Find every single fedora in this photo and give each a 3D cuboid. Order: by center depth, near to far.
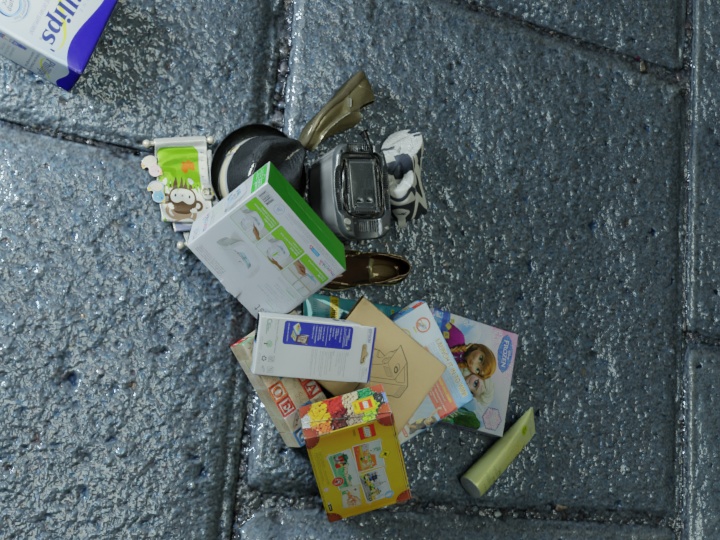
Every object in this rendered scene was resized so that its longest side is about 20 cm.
[{"bbox_3d":[-0.155,-0.167,1.718,0.199,0.091,0.203,8,75,-34],"label":"fedora"}]

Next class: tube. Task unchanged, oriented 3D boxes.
[{"bbox_3d":[-0.011,0.084,1.805,0.198,0.050,0.078,6,71,-21],"label":"tube"},{"bbox_3d":[0.270,0.345,1.913,0.200,0.058,0.052,-40,88,-29],"label":"tube"}]

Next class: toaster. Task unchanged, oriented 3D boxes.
[{"bbox_3d":[-0.023,-0.139,1.779,0.113,0.129,0.203,-3,85,-30],"label":"toaster"}]

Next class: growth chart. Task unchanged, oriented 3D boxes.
[{"bbox_3d":[-0.284,-0.133,1.699,0.144,0.018,0.202,-17,90,-29],"label":"growth chart"}]

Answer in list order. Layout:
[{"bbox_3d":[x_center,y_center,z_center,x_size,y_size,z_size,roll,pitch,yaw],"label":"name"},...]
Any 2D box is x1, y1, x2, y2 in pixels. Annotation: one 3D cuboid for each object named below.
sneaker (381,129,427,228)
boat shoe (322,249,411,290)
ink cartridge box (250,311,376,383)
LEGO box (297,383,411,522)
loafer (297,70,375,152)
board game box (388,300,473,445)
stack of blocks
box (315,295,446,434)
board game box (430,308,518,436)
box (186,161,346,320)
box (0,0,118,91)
[{"bbox_3d":[0.083,-0.161,1.878,0.078,0.131,0.200,-4,42,4],"label":"sneaker"},{"bbox_3d":[0.000,-0.006,1.802,0.200,0.075,0.076,-4,84,-29],"label":"boat shoe"},{"bbox_3d":[-0.077,0.127,1.661,0.198,0.039,0.101,7,96,-14],"label":"ink cartridge box"},{"bbox_3d":[-0.008,0.304,1.672,0.147,0.077,0.202,-15,124,-4],"label":"LEGO box"},{"bbox_3d":[-0.037,-0.279,1.822,0.067,0.076,0.200,43,65,-10],"label":"loafer"},{"bbox_3d":[0.069,0.187,1.780,0.195,0.056,0.202,-29,98,-14],"label":"board game box"},{"bbox_3d":[-0.118,0.184,1.719,0.115,0.058,0.201,-32,98,-28],"label":"stack of blocks"},{"bbox_3d":[0.028,0.168,1.726,0.200,0.021,0.164,41,81,-13],"label":"box"},{"bbox_3d":[0.194,0.193,1.899,0.198,0.041,0.202,17,76,-25],"label":"board game box"},{"bbox_3d":[-0.151,-0.038,1.650,0.176,0.097,0.200,-36,113,16],"label":"box"},{"bbox_3d":[-0.496,-0.416,1.573,0.199,0.105,0.186,28,71,-23],"label":"box"}]
